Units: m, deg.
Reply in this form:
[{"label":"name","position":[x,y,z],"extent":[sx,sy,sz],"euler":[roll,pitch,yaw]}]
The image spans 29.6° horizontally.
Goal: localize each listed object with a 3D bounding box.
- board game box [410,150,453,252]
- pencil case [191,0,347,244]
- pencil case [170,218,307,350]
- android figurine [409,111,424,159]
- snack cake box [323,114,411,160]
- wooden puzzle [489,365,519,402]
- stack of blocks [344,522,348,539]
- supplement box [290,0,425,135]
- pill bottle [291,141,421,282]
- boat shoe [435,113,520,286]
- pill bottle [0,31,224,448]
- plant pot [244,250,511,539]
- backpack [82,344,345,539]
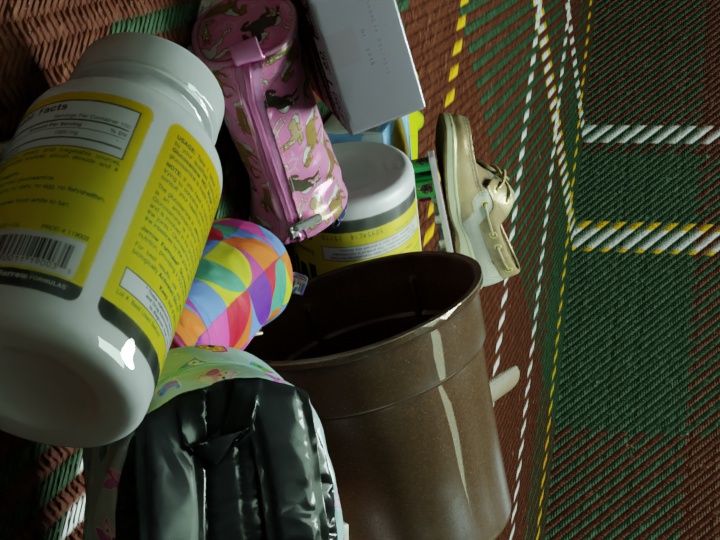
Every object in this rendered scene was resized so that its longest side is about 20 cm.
[{"label":"board game box","position":[0.076,-0.005,1.270],"extent":[0.200,0.026,0.202],"euler":[-22,101,-86]},{"label":"pencil case","position":[-0.064,-0.109,0.999],"extent":[0.083,0.086,0.201],"euler":[-40,142,-21]},{"label":"pencil case","position":[-0.104,0.032,0.868],"extent":[0.200,0.088,0.089],"euler":[-46,136,-66]},{"label":"android figurine","position":[0.037,-0.126,1.439],"extent":[0.200,0.041,0.184],"euler":[-26,117,-77]},{"label":"snack cake box","position":[0.009,-0.053,1.299],"extent":[0.115,0.067,0.202],"euler":[-62,150,-63]},{"label":"wooden puzzle","position":[0.045,0.135,1.277],"extent":[0.047,0.199,0.185],"euler":[65,14,5]},{"label":"stack of blocks","position":[-0.060,0.271,0.984],"extent":[0.058,0.115,0.202],"euler":[-5,98,-33]},{"label":"supplement box","position":[-0.018,-0.182,1.002],"extent":[0.200,0.060,0.110],"euler":[-122,-167,-66]},{"label":"pill bottle","position":[0.000,0.000,1.187],"extent":[0.115,0.113,0.201],"euler":[-66,154,-53]},{"label":"boat shoe","position":[0.112,-0.068,1.283],"extent":[0.074,0.066,0.201],"euler":[-97,175,-46]},{"label":"pill bottle","position":[-0.134,-0.022,0.688],"extent":[0.113,0.111,0.201],"euler":[74,24,-48]},{"label":"plant pot","position":[0.022,0.115,1.047],"extent":[0.200,0.199,0.200],"euler":[-54,130,-64]},{"label":"backpack","position":[-0.083,0.143,0.729],"extent":[0.126,0.166,0.202],"euler":[18,-66,60]}]
